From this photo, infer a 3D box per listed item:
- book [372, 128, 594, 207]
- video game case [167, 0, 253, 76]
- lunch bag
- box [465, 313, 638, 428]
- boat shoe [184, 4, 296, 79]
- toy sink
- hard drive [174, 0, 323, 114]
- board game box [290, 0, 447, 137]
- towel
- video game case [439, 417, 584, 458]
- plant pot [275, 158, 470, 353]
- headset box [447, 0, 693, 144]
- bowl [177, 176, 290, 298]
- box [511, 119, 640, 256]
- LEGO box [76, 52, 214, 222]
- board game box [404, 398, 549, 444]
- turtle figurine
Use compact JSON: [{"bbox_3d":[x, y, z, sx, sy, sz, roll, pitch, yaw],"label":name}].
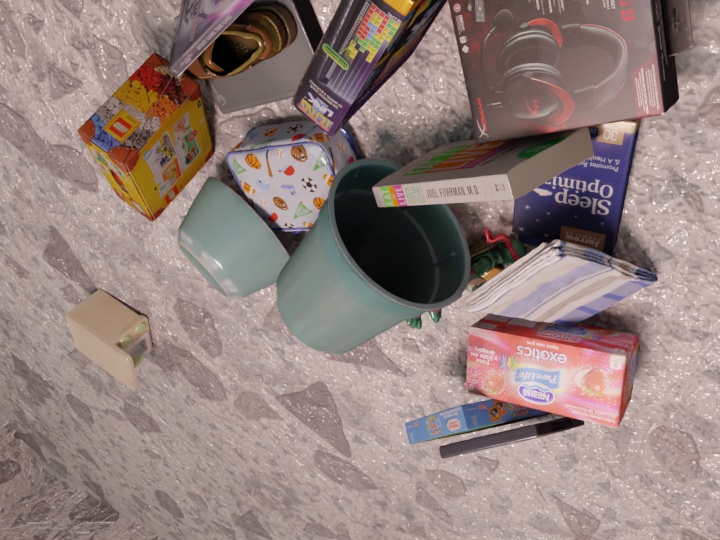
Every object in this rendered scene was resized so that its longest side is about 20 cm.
[{"bbox_3d":[0.123,-0.103,0.683,0.199,0.133,0.048,4,117,53],"label":"book"},{"bbox_3d":[-0.157,-0.326,0.731,0.019,0.144,0.199,21,152,-37],"label":"video game case"},{"bbox_3d":[-0.086,-0.125,0.907,0.199,0.076,0.161,3,133,36],"label":"lunch bag"},{"bbox_3d":[0.249,0.122,0.844,0.199,0.102,0.096,9,105,30],"label":"box"},{"bbox_3d":[-0.172,-0.272,0.784,0.199,0.068,0.072,-5,125,41],"label":"boat shoe"},{"bbox_3d":[-0.561,0.159,1.495,0.199,0.112,0.131,29,139,18],"label":"toy sink"},{"bbox_3d":[-0.136,-0.285,0.825,0.199,0.033,0.140,-1,126,38],"label":"hard drive"},{"bbox_3d":[0.031,-0.242,0.612,0.057,0.200,0.165,37,141,-2],"label":"board game box"},{"bbox_3d":[0.231,0.024,0.741,0.199,0.024,0.147,11,144,-35],"label":"towel"},{"bbox_3d":[0.220,0.235,0.916,0.142,0.199,0.019,-23,72,31],"label":"video game case"},{"bbox_3d":[0.000,0.000,0.808,0.200,0.200,0.196,42,136,-5],"label":"plant pot"},{"bbox_3d":[0.196,-0.210,0.594,0.199,0.075,0.150,-1,113,37],"label":"headset box"},{"bbox_3d":[-0.207,-0.034,1.001,0.201,0.105,0.201,42,165,14],"label":"bowl"},{"bbox_3d":[0.237,-0.091,0.730,0.120,0.032,0.201,15,136,25],"label":"box"},{"bbox_3d":[-0.289,-0.177,0.901,0.077,0.149,0.200,35,162,4],"label":"LEGO box"},{"bbox_3d":[0.186,0.207,0.925,0.151,0.199,0.037,-40,59,56],"label":"board game box"},{"bbox_3d":[0.155,0.015,0.842,0.199,0.101,0.149,-28,152,34],"label":"turtle figurine"}]
